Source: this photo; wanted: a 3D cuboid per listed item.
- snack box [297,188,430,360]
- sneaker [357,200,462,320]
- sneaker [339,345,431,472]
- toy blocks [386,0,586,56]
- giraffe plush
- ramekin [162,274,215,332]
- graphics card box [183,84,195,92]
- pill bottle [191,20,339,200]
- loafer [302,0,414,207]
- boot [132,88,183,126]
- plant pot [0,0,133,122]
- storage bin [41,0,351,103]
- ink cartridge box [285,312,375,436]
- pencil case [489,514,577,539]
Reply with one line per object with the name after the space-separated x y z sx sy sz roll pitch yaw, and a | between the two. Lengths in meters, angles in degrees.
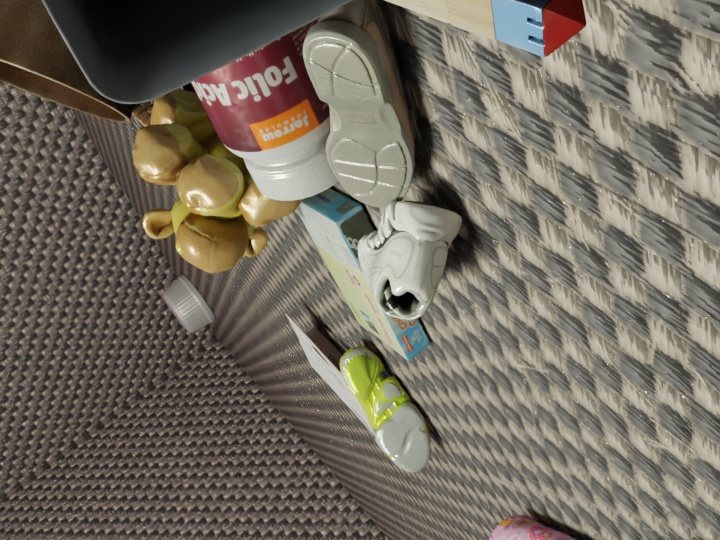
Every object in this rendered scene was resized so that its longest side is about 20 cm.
0.000 0.000 0.985 0.116 0.037 0.201 34 156 55 | snack box
0.033 0.005 0.763 0.074 0.082 0.200 9 166 -3 | sneaker
0.037 0.194 1.291 0.201 0.075 0.105 62 177 -4 | sneaker
0.054 -0.165 0.339 0.136 0.100 0.201 31 155 31 | toy blocks
-0.141 -0.072 0.867 0.172 0.200 0.163 30 124 2 | giraffe plush
-0.609 0.124 3.114 0.200 0.105 0.200 49 166 17 | ramekin
-0.157 -0.217 0.949 0.126 0.051 0.200 48 166 23 | graphics card box
-0.077 -0.160 0.693 0.114 0.114 0.201 37 159 47 | pill bottle
0.009 -0.122 0.651 0.071 0.063 0.200 12 154 16 | loafer
-0.180 -0.137 0.998 0.200 0.075 0.107 52 178 12 | boot
-0.291 -0.279 0.896 0.185 0.202 0.187 19 177 1 | plant pot
-0.099 -0.216 0.497 0.135 0.199 0.146 54 169 39 | storage bin
-0.036 0.164 1.483 0.200 0.043 0.174 43 162 37 | ink cartridge box
0.217 0.339 1.000 0.088 0.087 0.200 55 167 -8 | pencil case
